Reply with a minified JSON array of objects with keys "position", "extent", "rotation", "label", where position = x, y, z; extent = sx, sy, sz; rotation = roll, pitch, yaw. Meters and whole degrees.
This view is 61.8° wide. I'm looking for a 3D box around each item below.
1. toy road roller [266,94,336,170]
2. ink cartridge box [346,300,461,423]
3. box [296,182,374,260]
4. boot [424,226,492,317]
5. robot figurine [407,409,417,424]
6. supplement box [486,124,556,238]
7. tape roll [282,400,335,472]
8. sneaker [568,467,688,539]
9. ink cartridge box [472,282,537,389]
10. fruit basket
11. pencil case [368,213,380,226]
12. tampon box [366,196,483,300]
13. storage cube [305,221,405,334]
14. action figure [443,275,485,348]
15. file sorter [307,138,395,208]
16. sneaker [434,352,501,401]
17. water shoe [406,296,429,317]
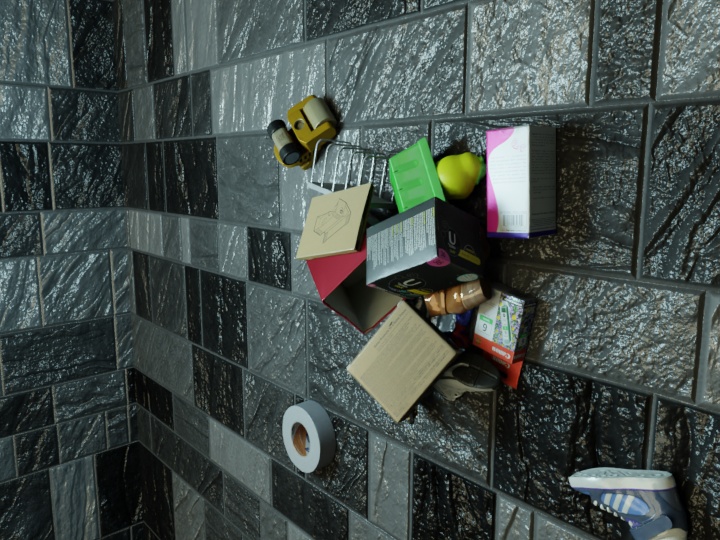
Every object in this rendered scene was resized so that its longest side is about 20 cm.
[{"position":[-0.152,-0.369,1.674],"extent":[0.197,0.146,0.125],"rotation":[-33,67,7],"label":"toy road roller"},{"position":[0.094,0.195,1.298],"extent":[0.165,0.075,0.201],"rotation":[43,99,19],"label":"ink cartridge box"},{"position":[-0.060,-0.110,1.391],"extent":[0.197,0.021,0.168],"rotation":[-7,62,44],"label":"box"},{"position":[0.198,-0.006,1.289],"extent":[0.153,0.073,0.205],"rotation":[-23,54,41],"label":"boot"},{"position":[0.111,0.259,1.425],"extent":[0.056,0.146,0.205],"rotation":[1,116,4],"label":"robot figurine"},{"position":[0.310,-0.170,1.159],"extent":[0.100,0.102,0.206],"rotation":[7,102,49],"label":"supplement box"},{"position":[-0.160,0.507,1.840],"extent":[0.197,0.065,0.207],"rotation":[9,102,48],"label":"tape roll"},{"position":[0.477,0.439,1.076],"extent":[0.197,0.079,0.151],"rotation":[-16,80,44],"label":"sneaker"},{"position":[0.294,0.139,1.263],"extent":[0.108,0.049,0.206],"rotation":[24,113,45],"label":"ink cartridge box"},{"position":[0.174,-0.183,1.310],"extent":[0.156,0.211,0.219],"rotation":[80,164,-69],"label":"fruit basket"},{"position":[-0.022,-0.131,1.559],"extent":[0.199,0.089,0.085],"rotation":[40,124,37],"label":"pencil case"},{"position":[0.127,-0.037,1.219],"extent":[0.198,0.148,0.130],"rotation":[-21,61,44],"label":"tampon box"},{"position":[0.000,0.000,1.410],"extent":[0.200,0.170,0.181],"rotation":[-43,39,11],"label":"storage cube"},{"position":[0.210,0.106,1.326],"extent":[0.065,0.097,0.206],"rotation":[28,119,44],"label":"action figure"},{"position":[-0.015,-0.242,1.500],"extent":[0.198,0.136,0.128],"rotation":[28,113,43],"label":"file sorter"},{"position":[0.233,0.244,1.337],"extent":[0.197,0.076,0.116],"rotation":[8,143,40],"label":"sneaker"},{"position":[0.109,0.131,1.456],"extent":[0.071,0.078,0.205],"rotation":[36,122,39],"label":"water shoe"}]
